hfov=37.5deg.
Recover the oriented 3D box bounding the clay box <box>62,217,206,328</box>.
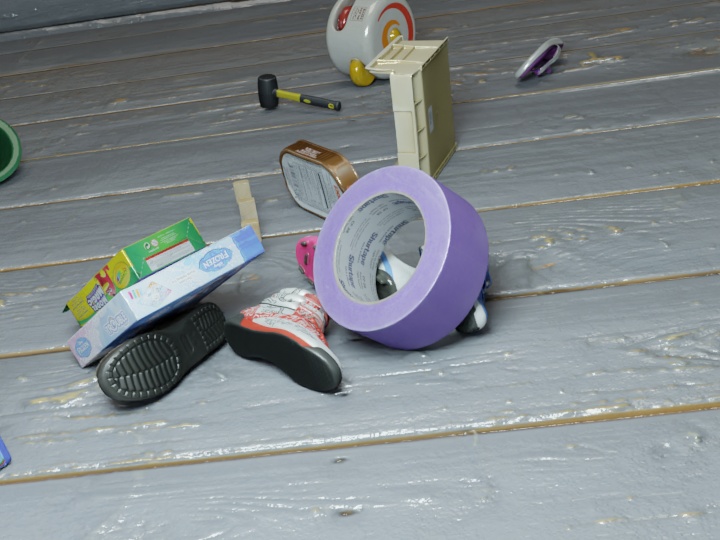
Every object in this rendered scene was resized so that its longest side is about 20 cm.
[{"bbox_3d":[-0.292,0.011,1.350,0.115,0.048,0.200,-31,-3,-44],"label":"clay box"}]

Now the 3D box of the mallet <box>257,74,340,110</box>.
[{"bbox_3d":[-0.127,-0.344,2.168,0.199,0.066,0.041,23,38,24],"label":"mallet"}]

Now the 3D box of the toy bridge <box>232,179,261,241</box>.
[{"bbox_3d":[-0.168,-0.076,1.597,0.027,0.068,0.200,-11,24,-6],"label":"toy bridge"}]

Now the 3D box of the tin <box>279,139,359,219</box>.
[{"bbox_3d":[-0.061,-0.134,1.636,0.042,0.113,0.199,-32,32,-23],"label":"tin"}]

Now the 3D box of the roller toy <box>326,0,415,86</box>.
[{"bbox_3d":[0.027,-0.507,2.287,0.139,0.184,0.200,14,33,38],"label":"roller toy"}]

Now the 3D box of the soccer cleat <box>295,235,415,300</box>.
[{"bbox_3d":[0.000,0.000,1.399,0.086,0.070,0.199,-18,30,-41],"label":"soccer cleat"}]

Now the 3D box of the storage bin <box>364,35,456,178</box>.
[{"bbox_3d":[0.085,-0.260,1.742,0.093,0.202,0.199,4,28,20],"label":"storage bin"}]

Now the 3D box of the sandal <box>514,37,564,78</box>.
[{"bbox_3d":[0.378,-0.428,2.157,0.050,0.083,0.202,44,40,5],"label":"sandal"}]

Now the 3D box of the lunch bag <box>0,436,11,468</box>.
[{"bbox_3d":[-0.468,0.147,1.083,0.093,0.202,0.150,7,30,31],"label":"lunch bag"}]

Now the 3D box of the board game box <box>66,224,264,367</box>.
[{"bbox_3d":[-0.242,0.033,1.312,0.198,0.044,0.200,-30,-2,-38],"label":"board game box"}]

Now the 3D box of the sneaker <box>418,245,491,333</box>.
[{"bbox_3d":[0.127,0.010,1.313,0.076,0.076,0.200,-15,27,-3],"label":"sneaker"}]

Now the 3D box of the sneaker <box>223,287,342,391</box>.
[{"bbox_3d":[-0.065,0.073,1.257,0.108,0.068,0.200,-31,31,-34],"label":"sneaker"}]

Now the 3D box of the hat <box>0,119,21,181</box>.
[{"bbox_3d":[-0.757,-0.198,2.107,0.164,0.176,0.201,-18,64,-22],"label":"hat"}]

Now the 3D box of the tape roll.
[{"bbox_3d":[0.045,-0.015,1.244,0.199,0.202,0.085,17,-7,43],"label":"tape roll"}]

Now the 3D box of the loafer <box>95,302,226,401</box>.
[{"bbox_3d":[-0.243,0.103,1.270,0.071,0.074,0.200,-14,9,39],"label":"loafer"}]
